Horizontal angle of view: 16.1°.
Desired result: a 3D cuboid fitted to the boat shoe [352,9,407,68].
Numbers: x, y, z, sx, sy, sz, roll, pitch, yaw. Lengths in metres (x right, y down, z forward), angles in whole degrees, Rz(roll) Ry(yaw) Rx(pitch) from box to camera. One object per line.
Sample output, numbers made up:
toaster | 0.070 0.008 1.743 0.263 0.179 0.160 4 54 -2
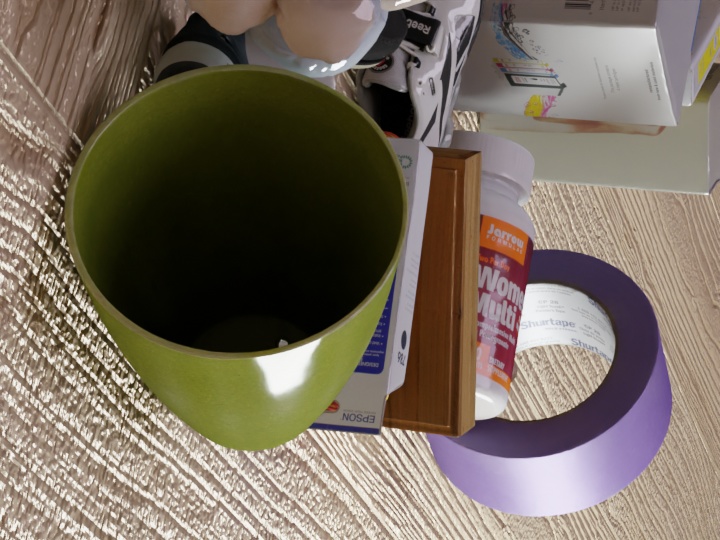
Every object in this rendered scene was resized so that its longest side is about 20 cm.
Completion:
boat shoe | -0.028 -0.187 1.557 0.201 0.063 0.074 36 40 -46

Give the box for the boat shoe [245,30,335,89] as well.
boat shoe | -0.046 -0.073 1.630 0.069 0.072 0.201 -142 -139 -79

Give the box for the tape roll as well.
tape roll | 0.141 0.087 1.991 0.085 0.199 0.201 70 31 -49

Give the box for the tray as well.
tray | 0.032 0.013 1.806 0.037 0.098 0.201 -29 123 -63

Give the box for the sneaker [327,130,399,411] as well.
sneaker | 0.000 0.000 1.758 0.077 0.073 0.201 -10 115 -57

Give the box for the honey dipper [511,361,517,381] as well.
honey dipper | 0.100 0.004 1.992 0.038 0.038 0.201 68 10 -52

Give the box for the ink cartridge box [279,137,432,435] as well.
ink cartridge box | -0.014 0.010 1.682 0.039 0.099 0.201 40 58 -68

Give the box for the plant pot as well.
plant pot | -0.067 0.016 1.455 0.200 0.186 0.188 90 13 -59

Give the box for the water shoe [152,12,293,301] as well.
water shoe | -0.072 -0.065 1.541 0.079 0.071 0.201 -72 159 -47

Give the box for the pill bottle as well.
pill bottle | 0.072 0.003 1.913 0.110 0.109 0.201 49 48 -64

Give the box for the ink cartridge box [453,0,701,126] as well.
ink cartridge box | 0.150 -0.213 1.953 0.145 0.199 0.148 64 35 -59

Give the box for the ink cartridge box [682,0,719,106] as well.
ink cartridge box | 0.201 -0.204 2.107 0.200 0.197 0.047 -52 144 -57

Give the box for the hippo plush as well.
hippo plush | -0.048 -0.187 1.401 0.161 0.158 0.201 125 -51 -69

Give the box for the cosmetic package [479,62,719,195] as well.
cosmetic package | 0.208 -0.126 2.137 0.103 0.199 0.088 -49 140 -60

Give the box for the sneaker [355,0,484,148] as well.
sneaker | 0.038 -0.161 1.829 0.088 0.074 0.201 -15 112 -65
